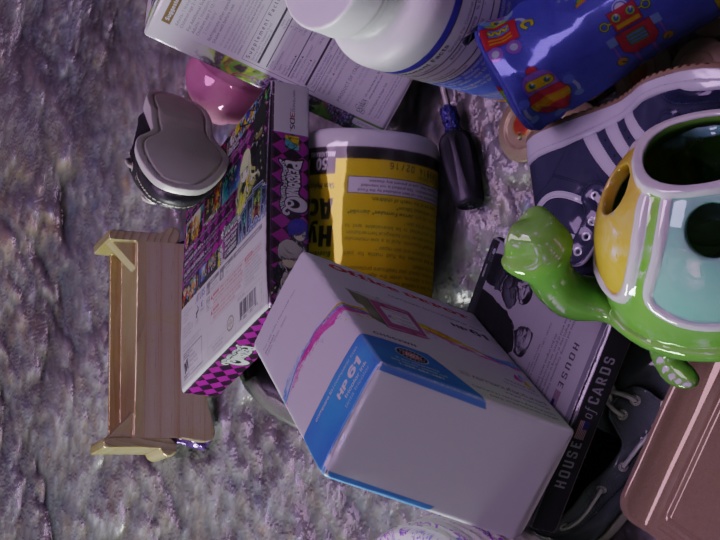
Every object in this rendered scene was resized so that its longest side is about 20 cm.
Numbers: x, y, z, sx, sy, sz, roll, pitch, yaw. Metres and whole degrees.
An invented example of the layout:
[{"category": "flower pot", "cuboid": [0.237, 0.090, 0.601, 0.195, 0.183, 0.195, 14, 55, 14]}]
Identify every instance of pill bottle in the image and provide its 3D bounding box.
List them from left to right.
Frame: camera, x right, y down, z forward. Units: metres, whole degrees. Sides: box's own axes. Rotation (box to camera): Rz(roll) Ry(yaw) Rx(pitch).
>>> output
[{"category": "pill bottle", "cuboid": [0.000, 0.000, 1.291, 0.111, 0.111, 0.200, -4, 81, 47]}, {"category": "pill bottle", "cuboid": [0.048, -0.185, 1.178, 0.112, 0.200, 0.112, -11, 76, 47]}]

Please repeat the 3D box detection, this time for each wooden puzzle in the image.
[{"category": "wooden puzzle", "cuboid": [0.268, 0.118, 1.037, 0.200, 0.037, 0.185, 34, 108, 40]}]

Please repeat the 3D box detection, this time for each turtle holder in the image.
[{"category": "turtle holder", "cuboid": [0.191, -0.026, 1.012, 0.185, 0.132, 0.141, 11, 53, 31]}]

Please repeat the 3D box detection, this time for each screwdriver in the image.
[{"category": "screwdriver", "cuboid": [0.060, -0.138, 1.304, 0.028, 0.029, 0.200, -31, 67, 41]}]

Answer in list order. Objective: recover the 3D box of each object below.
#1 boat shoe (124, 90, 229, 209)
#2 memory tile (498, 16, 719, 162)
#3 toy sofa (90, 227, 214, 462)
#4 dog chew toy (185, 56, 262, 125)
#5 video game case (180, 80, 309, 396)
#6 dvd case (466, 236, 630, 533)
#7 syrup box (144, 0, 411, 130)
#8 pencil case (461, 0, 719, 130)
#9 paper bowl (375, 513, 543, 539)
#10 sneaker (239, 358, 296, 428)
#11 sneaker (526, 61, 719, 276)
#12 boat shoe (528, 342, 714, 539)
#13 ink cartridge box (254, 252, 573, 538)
[{"category": "boat shoe", "cuboid": [-0.149, -0.082, 1.343, 0.200, 0.074, 0.060, -115, 41, -63]}, {"category": "memory tile", "cuboid": [0.176, -0.139, 1.190, 0.200, 0.017, 0.153, 13, 94, 48]}, {"category": "toy sofa", "cuboid": [-0.183, 0.066, 1.518, 0.083, 0.097, 0.200, 151, 120, -69]}, {"category": "dog chew toy", "cuboid": [-0.084, -0.206, 1.417, 0.125, 0.124, 0.200, 57, 132, 36]}, {"category": "video game case", "cuboid": [-0.090, -0.019, 1.312, 0.200, 0.036, 0.181, 136, 138, -57]}, {"category": "dvd case", "cuboid": [0.110, 0.071, 1.166, 0.150, 0.025, 0.200, -70, 22, 8]}, {"category": "syrup box", "cuboid": [-0.058, -0.184, 1.307, 0.081, 0.200, 0.079, -60, 17, 24]}, {"category": "pencil case", "cuboid": [0.168, -0.170, 1.105, 0.200, 0.078, 0.087, -31, 27, 15]}, {"category": "paper bowl", "cuboid": [0.090, 0.252, 1.132, 0.201, 0.104, 0.201, 25, 121, 51]}, {"category": "sneaker", "cuboid": [-0.053, 0.037, 1.369, 0.114, 0.076, 0.199, -62, 40, 29]}, {"category": "sneaker", "cuboid": [0.184, -0.058, 1.103, 0.200, 0.070, 0.109, -21, 64, 52]}, {"category": "boat shoe", "cuboid": [0.171, 0.097, 1.123, 0.073, 0.062, 0.200, 46, 117, 41]}, {"category": "ink cartridge box", "cuboid": [0.028, 0.076, 1.127, 0.085, 0.144, 0.200, -64, 23, 11]}]
